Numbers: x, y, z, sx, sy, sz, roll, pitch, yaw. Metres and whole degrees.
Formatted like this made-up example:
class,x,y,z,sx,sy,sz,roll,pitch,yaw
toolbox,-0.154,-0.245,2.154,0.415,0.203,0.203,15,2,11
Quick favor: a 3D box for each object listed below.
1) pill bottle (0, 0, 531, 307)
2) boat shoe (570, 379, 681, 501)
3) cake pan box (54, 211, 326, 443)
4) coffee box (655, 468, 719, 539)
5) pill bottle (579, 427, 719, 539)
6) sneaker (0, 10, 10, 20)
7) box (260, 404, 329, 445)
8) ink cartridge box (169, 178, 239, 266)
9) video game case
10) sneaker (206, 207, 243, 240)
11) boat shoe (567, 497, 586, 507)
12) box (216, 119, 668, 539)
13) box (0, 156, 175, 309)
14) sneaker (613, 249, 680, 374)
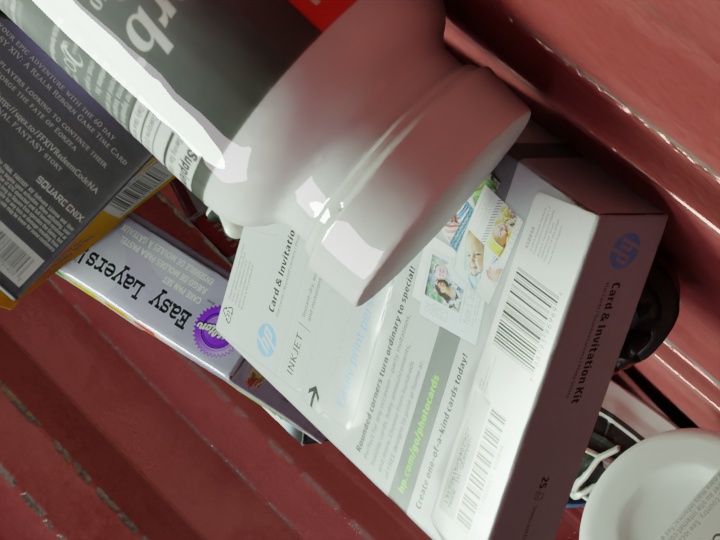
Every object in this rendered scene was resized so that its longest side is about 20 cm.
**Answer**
class,x,y,z,sx,sy,sz,roll,pitch,yaw
pill bottle,-0.042,-0.090,0.762,0.200,0.116,0.116,43,176,6
boat shoe,0.126,0.092,1.192,0.199,0.068,0.074,34,-178,-19
cake pan box,-0.101,0.013,1.141,0.183,0.053,0.200,33,176,17
coffee box,0.203,0.218,0.895,0.198,0.200,0.200,41,175,32
pill bottle,0.193,0.168,1.123,0.112,0.112,0.200,41,175,33
sneaker,-0.131,-0.165,0.867,0.200,0.116,0.075,43,176,10
box,0.025,0.056,1.319,0.198,0.035,0.110,-6,-153,-32
ink cartridge box,-0.048,-0.055,1.213,0.145,0.083,0.200,60,-173,34
video game case,-0.134,-0.101,0.955,0.143,0.200,0.019,46,175,-37
sneaker,0.000,0.000,1.081,0.200,0.080,0.074,44,175,-26
boat shoe,0.108,0.098,1.261,0.199,0.069,0.085,5,-121,-37
box,0.024,0.003,0.855,0.041,0.157,0.200,-1,-152,-39
box,-0.187,-0.096,1.060,0.201,0.119,0.041,55,-171,16
sneaker,0.076,0.004,0.915,0.071,0.098,0.200,56,150,-13
